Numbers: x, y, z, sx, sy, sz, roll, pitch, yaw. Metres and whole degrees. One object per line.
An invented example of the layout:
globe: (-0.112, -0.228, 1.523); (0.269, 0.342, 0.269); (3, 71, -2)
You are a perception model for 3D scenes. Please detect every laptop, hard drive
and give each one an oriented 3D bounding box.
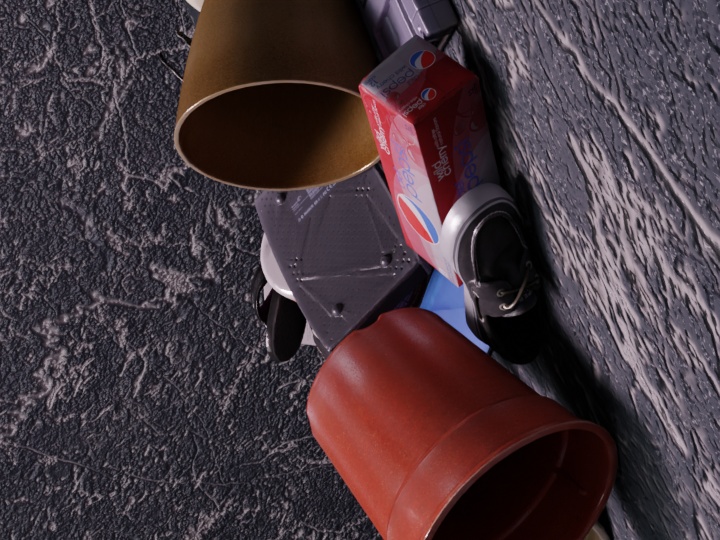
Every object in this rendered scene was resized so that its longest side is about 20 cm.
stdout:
laptop: (0.056, 0.002, 1.292); (0.200, 0.103, 0.177); (53, 179, -27)
hard drive: (-0.016, -0.033, 1.286); (0.042, 0.135, 0.200); (23, -151, -45)

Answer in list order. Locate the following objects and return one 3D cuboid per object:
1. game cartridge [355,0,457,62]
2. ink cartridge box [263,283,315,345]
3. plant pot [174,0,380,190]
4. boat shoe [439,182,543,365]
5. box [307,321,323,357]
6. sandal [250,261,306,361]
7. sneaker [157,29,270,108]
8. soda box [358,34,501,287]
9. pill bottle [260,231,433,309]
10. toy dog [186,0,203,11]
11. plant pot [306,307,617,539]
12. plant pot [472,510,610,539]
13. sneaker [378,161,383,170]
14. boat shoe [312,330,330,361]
game cartridge: (0.024, -0.221, 1.119); (0.130, 0.038, 0.200); (62, 173, 3)
ink cartridge box: (-0.014, 0.036, 1.738); (0.116, 0.199, 0.068); (91, -172, -45)
plant pot: (-0.068, -0.201, 1.236); (0.187, 0.186, 0.201); (82, -175, -66)
boat shoe: (0.111, 0.012, 1.098); (0.066, 0.070, 0.200); (47, 162, 32)
box: (-0.015, -0.023, 1.579); (0.158, 0.051, 0.200); (69, -150, -27)
sandal: (-0.087, 0.006, 1.537); (0.075, 0.048, 0.201); (42, -133, -57)
sneaker: (-0.101, -0.153, 1.372); (0.200, 0.060, 0.104); (32, -171, -39)
soda box: (0.060, -0.078, 1.078); (0.070, 0.063, 0.200); (41, 163, 35)
pill bottle: (0.000, 0.000, 1.430); (0.200, 0.114, 0.114); (28, -152, -52)
toy dog: (-0.130, -0.300, 1.408); (0.140, 0.193, 0.200); (-63, 25, 21)
plant pot: (0.067, 0.143, 1.140); (0.195, 0.200, 0.201); (44, 160, 39)
plant pot: (0.115, 0.217, 1.334); (0.184, 0.200, 0.201); (-104, -3, -47)
sneaker: (0.004, -0.147, 1.432); (0.085, 0.074, 0.201); (-80, -30, -60)
boat shoe: (0.001, 0.100, 1.423); (0.200, 0.074, 0.061); (24, 107, 60)
